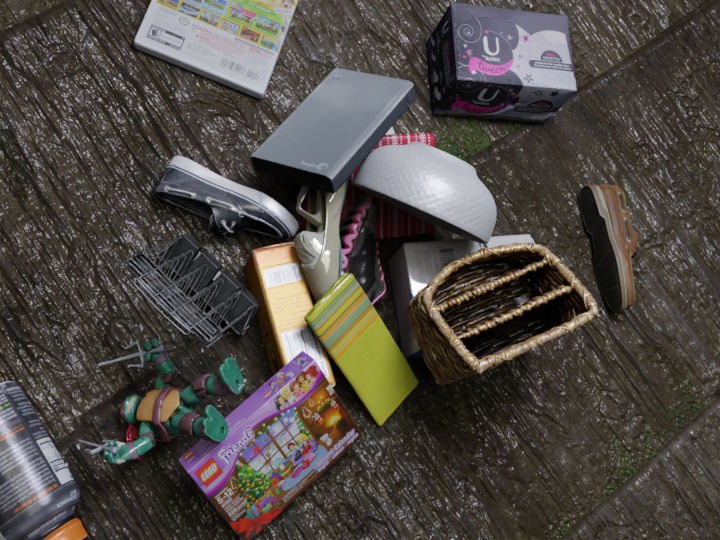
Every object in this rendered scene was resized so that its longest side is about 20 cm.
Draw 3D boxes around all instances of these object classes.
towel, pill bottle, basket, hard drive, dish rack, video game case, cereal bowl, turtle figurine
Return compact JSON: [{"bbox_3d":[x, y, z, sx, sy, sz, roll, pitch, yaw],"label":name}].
[{"bbox_3d":[0.013,-0.116,1.261,0.196,0.022,0.148,-6,105,-18],"label":"towel"},{"bbox_3d":[-0.391,0.238,1.022,0.105,0.106,0.202,-30,83,-22],"label":"pill bottle"},{"bbox_3d":[0.172,0.040,1.131,0.197,0.149,0.145,-20,82,-18],"label":"basket"},{"bbox_3d":[-0.034,-0.188,1.181,0.138,0.033,0.201,17,55,33],"label":"hard drive"},{"bbox_3d":[-0.210,0.029,1.098,0.153,0.200,0.055,43,107,1],"label":"dish rack"},{"bbox_3d":[-0.207,-0.367,1.313,0.196,0.023,0.185,20,69,-8],"label":"video game case"},{"bbox_3d":[0.092,-0.111,1.171,0.197,0.200,0.085,23,92,-8],"label":"cereal bowl"},{"bbox_3d":[-0.239,0.160,1.073,0.196,0.100,0.153,-7,67,26],"label":"turtle figurine"},{"bbox_3d":[0.004,0.105,1.173,0.086,0.018,0.202,-43,120,-20],"label":"towel"}]

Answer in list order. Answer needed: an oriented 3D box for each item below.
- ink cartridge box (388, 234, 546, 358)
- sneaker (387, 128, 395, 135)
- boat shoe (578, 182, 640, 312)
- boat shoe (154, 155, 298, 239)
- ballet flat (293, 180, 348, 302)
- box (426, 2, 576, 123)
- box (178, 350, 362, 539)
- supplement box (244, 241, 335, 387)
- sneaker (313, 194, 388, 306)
[{"bbox_3d":[0.151,0.037,1.251,0.195,0.084,0.148,-4,75,-16],"label":"ink cartridge box"},{"bbox_3d":[-0.032,-0.164,1.269,0.196,0.073,0.086,-14,74,-21],"label":"sneaker"},{"bbox_3d":[0.390,-0.039,1.349,0.066,0.072,0.204,-4,74,-16],"label":"boat shoe"},{"bbox_3d":[-0.181,-0.081,1.202,0.197,0.072,0.069,27,65,-3],"label":"boat shoe"},{"bbox_3d":[-0.058,-0.056,1.176,0.068,0.069,0.205,8,72,-13],"label":"ballet flat"},{"bbox_3d":[0.213,-0.312,1.363,0.195,0.115,0.135,2,72,-15],"label":"box"},{"bbox_3d":[-0.105,0.216,1.096,0.199,0.039,0.138,-40,121,-16],"label":"box"},{"bbox_3d":[-0.095,0.071,1.181,0.067,0.067,0.204,-10,76,-21],"label":"supplement box"},{"bbox_3d":[0.000,0.000,1.220,0.094,0.079,0.204,18,86,-20],"label":"sneaker"}]
